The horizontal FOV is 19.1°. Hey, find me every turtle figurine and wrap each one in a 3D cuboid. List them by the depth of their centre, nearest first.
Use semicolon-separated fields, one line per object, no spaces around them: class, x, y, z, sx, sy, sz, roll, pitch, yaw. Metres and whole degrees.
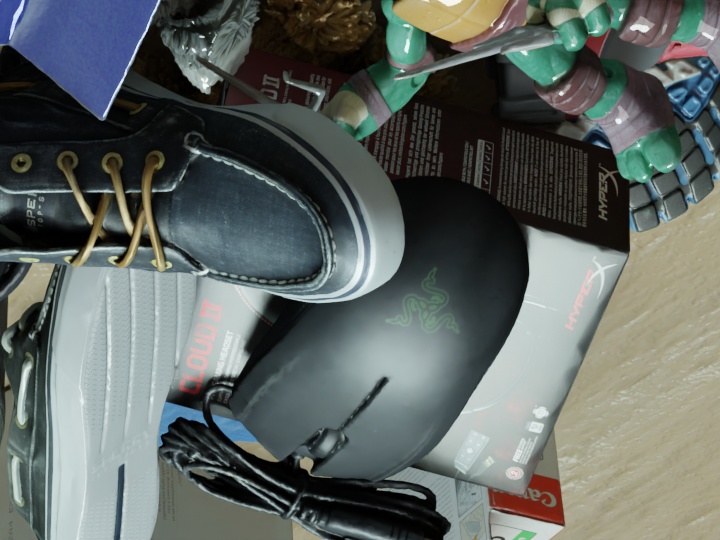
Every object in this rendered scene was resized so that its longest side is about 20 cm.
turtle figurine;0.050;-0.093;0.792;0.199;0.101;0.150;12;162;-28

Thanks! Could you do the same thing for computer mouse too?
computer mouse;0.005;0.049;0.883;0.138;0.053;0.201;21;127;-9

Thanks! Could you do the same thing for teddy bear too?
teddy bear;-0.047;-0.058;0.971;0.199;0.067;0.145;-22;139;23

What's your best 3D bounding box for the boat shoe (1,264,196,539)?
boat shoe;-0.121;0.043;0.898;0.072;0.071;0.201;-27;138;-48

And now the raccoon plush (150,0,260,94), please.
raccoon plush;-0.114;-0.143;0.796;0.134;0.097;0.200;32;151;13

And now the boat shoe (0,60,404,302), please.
boat shoe;-0.082;-0.024;0.763;0.091;0.200;0.071;-25;124;-41

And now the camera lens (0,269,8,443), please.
camera lens;-0.236;0.022;0.943;0.159;0.201;0.160;-3;147;-2

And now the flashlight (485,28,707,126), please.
flashlight;0.155;-0.102;0.932;0.199;0.068;0.068;-4;145;-1

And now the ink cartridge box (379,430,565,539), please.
ink cartridge box;0.058;0.125;1.129;0.050;0.201;0.109;14;141;-26

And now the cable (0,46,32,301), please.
cable;-0.177;-0.056;0.829;0.051;0.200;0.163;6;140;54

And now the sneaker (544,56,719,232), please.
sneaker;0.093;-0.040;1.022;0.200;0.087;0.075;-36;106;9

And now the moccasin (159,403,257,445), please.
moccasin;-0.079;0.045;1.119;0.199;0.068;0.081;-3;138;-4

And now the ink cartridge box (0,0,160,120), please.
ink cartridge box;-0.134;-0.172;0.687;0.200;0.047;0.198;40;129;12

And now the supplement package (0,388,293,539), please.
supplement package;-0.156;0.182;1.228;0.150;0.152;0.200;-28;139;30

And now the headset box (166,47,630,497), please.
headset box;0.000;0.000;0.927;0.199;0.075;0.149;16;127;-5
